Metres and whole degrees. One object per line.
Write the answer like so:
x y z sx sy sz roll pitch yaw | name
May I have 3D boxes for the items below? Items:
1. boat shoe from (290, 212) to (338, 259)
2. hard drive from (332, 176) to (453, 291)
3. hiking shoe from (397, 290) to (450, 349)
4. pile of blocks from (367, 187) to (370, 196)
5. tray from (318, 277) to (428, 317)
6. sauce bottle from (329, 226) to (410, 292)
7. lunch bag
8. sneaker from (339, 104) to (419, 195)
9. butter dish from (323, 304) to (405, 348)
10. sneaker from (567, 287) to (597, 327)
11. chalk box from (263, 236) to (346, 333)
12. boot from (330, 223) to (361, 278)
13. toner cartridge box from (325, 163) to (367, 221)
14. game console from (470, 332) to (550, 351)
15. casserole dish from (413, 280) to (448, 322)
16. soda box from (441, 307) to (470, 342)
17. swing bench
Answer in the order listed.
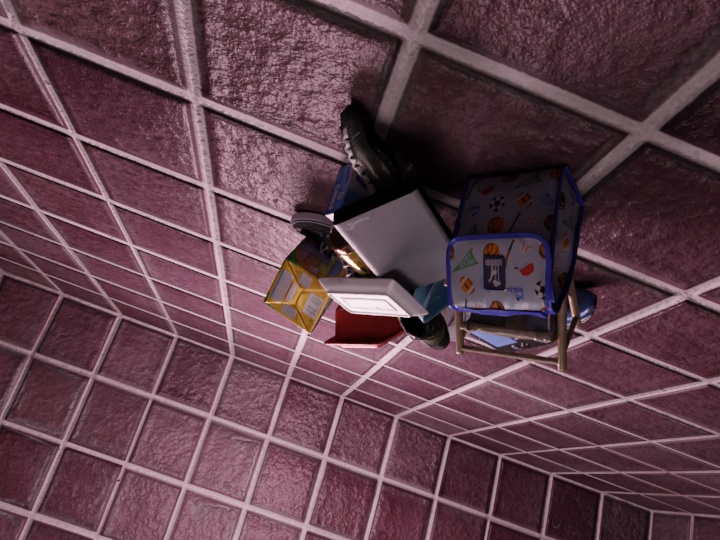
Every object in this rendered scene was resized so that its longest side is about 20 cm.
-0.057 -0.058 1.196 0.193 0.070 0.072 20 159 -2 | boat shoe
0.064 -0.045 0.879 0.136 0.034 0.200 -19 138 22 | hard drive
0.114 0.108 1.128 0.074 0.103 0.200 -29 125 21 | hiking shoe
0.071 -0.087 0.971 0.080 0.062 0.205 -1 121 43 | pile of blocks
0.015 0.050 0.998 0.196 0.023 0.107 0 148 49 | tray
0.024 -0.012 0.982 0.064 0.068 0.199 0 150 39 | sauce bottle
0.218 -0.034 0.839 0.166 0.206 0.123 0 153 40 | lunch bag
0.039 -0.153 0.853 0.088 0.067 0.204 -11 119 29 | sneaker
0.023 0.092 1.400 0.196 0.154 0.196 -6 -171 44 | butter dish
0.350 0.056 1.115 0.195 0.081 0.089 0 155 40 | sneaker
-0.099 0.011 1.246 0.122 0.201 0.126 32 118 0 | chalk box
0.000 0.000 1.068 0.070 0.093 0.200 -5 148 30 | boot
0.030 -0.088 1.017 0.042 0.098 0.198 -6 148 44 | toner cartridge box
0.336 0.142 1.395 0.196 0.032 0.175 28 157 -22 | game console
0.149 0.019 1.074 0.038 0.125 0.198 26 -154 23 | casserole dish
0.222 0.067 1.178 0.061 0.070 0.201 13 144 -18 | soda box
0.253 0.034 0.971 0.193 0.130 0.206 4 122 34 | swing bench
